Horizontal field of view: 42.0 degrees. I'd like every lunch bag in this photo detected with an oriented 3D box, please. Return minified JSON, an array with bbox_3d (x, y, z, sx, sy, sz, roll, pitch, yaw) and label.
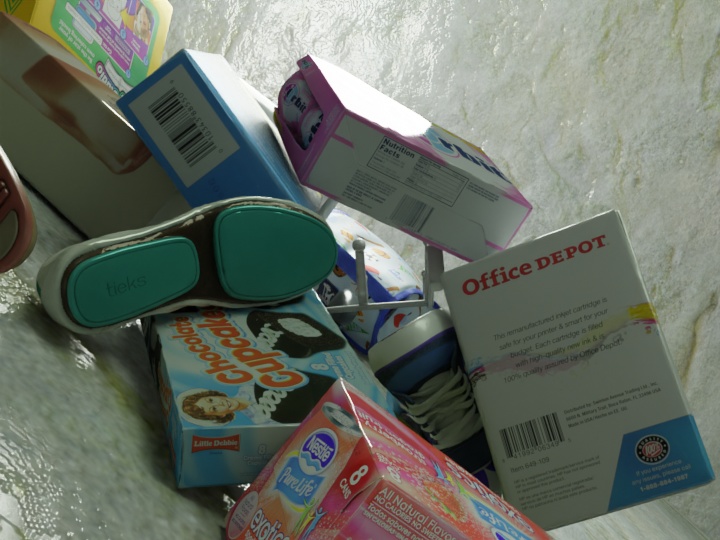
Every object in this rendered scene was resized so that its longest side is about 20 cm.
[{"bbox_3d":[0.000,0.018,1.174,0.170,0.124,0.200,43,-2,20],"label":"lunch bag"}]

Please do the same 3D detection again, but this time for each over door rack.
[{"bbox_3d":[0.000,0.000,0.843,0.200,0.145,0.068,76,9,-82],"label":"over door rack"}]

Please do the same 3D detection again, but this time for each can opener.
[{"bbox_3d":[-0.028,0.065,0.927,0.052,0.067,0.200,39,10,-19],"label":"can opener"}]

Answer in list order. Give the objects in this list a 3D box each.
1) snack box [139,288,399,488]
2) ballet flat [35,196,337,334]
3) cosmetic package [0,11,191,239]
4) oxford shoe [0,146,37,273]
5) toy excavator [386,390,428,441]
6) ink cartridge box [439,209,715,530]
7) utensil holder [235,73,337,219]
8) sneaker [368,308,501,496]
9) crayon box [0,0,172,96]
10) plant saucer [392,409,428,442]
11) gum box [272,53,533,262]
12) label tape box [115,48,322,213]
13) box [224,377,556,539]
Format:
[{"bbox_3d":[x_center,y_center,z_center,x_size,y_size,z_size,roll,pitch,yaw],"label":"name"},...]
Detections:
[{"bbox_3d":[-0.064,0.055,0.554,0.114,0.038,0.200,1,22,-20],"label":"snack box"},{"bbox_3d":[-0.104,-0.008,0.568,0.198,0.070,0.069,-13,44,-41],"label":"ballet flat"},{"bbox_3d":[-0.217,-0.099,0.743,0.199,0.088,0.103,41,4,6],"label":"cosmetic package"},{"bbox_3d":[-0.229,-0.067,0.507,0.200,0.071,0.075,44,1,20],"label":"oxford shoe"},{"bbox_3d":[0.093,0.144,0.988,0.193,0.101,0.199,31,-6,-24],"label":"toy excavator"},{"bbox_3d":[0.169,0.085,0.730,0.146,0.144,0.204,33,40,-66],"label":"ink cartridge box"},{"bbox_3d":[-0.128,-0.105,0.997,0.199,0.171,0.170,39,5,1],"label":"utensil holder"},{"bbox_3d":[0.079,0.120,0.765,0.148,0.080,0.200,61,3,17],"label":"sneaker"},{"bbox_3d":[-0.274,-0.251,0.943,0.057,0.176,0.200,0,-23,20],"label":"crayon box"},{"bbox_3d":[0.037,0.163,0.636,0.199,0.048,0.200,42,5,5],"label":"plant saucer"},{"bbox_3d":[0.027,-0.087,0.744,0.198,0.067,0.114,23,22,-30],"label":"gum box"},{"bbox_3d":[-0.095,-0.088,0.707,0.144,0.066,0.200,54,5,-9],"label":"label tape box"},{"bbox_3d":[0.041,0.158,0.443,0.199,0.095,0.103,39,6,-20],"label":"box"}]
